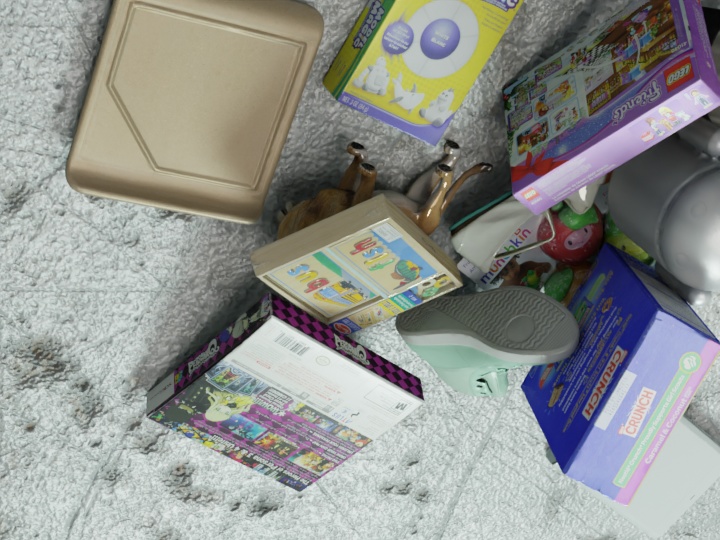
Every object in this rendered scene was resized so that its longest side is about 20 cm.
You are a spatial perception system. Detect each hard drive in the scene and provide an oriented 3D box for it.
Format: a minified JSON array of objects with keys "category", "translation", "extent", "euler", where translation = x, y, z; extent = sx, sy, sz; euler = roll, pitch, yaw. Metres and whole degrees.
[{"category":"hard drive","translation":[0.311,0.206,1.746],"extent":[0.132,0.026,0.200],"euler":[-47,125,8]}]

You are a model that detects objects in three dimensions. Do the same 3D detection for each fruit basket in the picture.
[{"category":"fruit basket","translation":[0.223,-0.014,1.542],"extent":[0.200,0.094,0.185],"euler":[37,101,-31]}]

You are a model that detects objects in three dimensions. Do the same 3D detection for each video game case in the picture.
[{"category":"video game case","translation":[-0.071,0.121,1.498],"extent":[0.199,0.036,0.181],"euler":[30,124,-33]}]

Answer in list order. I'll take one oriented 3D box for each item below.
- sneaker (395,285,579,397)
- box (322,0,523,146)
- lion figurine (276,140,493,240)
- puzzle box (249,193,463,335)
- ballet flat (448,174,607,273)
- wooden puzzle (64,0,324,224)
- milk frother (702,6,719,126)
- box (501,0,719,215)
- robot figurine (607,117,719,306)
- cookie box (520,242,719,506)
[{"category":"sneaker","translation":[0.142,0.076,1.518],"extent":[0.118,0.199,0.074],"euler":[49,58,-40]},{"category":"box","translation":[0.067,-0.220,1.385],"extent":[0.117,0.048,0.201],"euler":[20,108,-31]},{"category":"lion figurine","translation":[0.022,-0.053,1.449],"extent":[0.199,0.073,0.123],"euler":[1,124,-27]},{"category":"puzzle box","translation":[0.000,0.000,1.422],"extent":[0.132,0.026,0.200],"euler":[-23,155,15]},{"category":"ballet flat","translation":[0.174,-0.066,1.465],"extent":[0.199,0.070,0.069],"euler":[-36,127,16]},{"category":"wooden puzzle","translation":[-0.143,-0.149,1.349],"extent":[0.184,0.037,0.201],"euler":[10,110,-26]},{"category":"milk frother","translation":[0.353,-0.226,1.409],"extent":[0.181,0.187,0.201],"euler":[-49,133,-25]},{"category":"box","translation":[0.215,-0.153,1.385],"extent":[0.199,0.138,0.039],"euler":[-31,130,31]},{"category":"robot figurine","translation":[0.297,-0.055,1.410],"extent":[0.112,0.200,0.171],"euler":[-11,120,-17]},{"category":"cookie box","translation":[0.232,0.089,1.437],"extent":[0.075,0.200,0.172],"euler":[26,104,-12]}]
